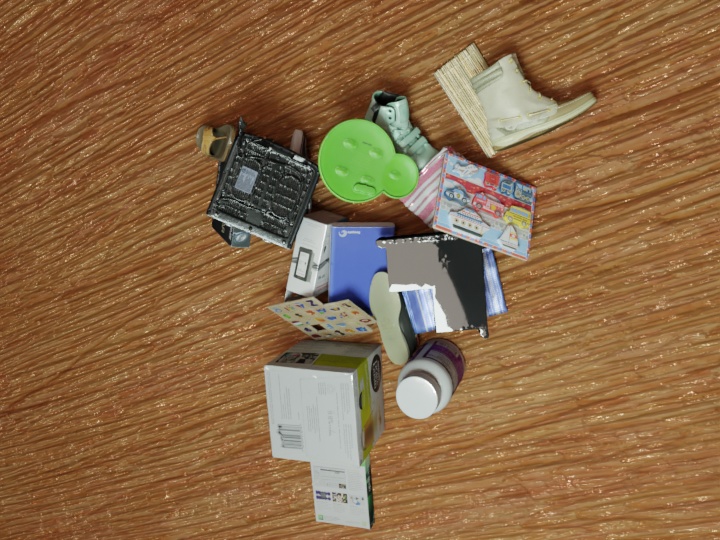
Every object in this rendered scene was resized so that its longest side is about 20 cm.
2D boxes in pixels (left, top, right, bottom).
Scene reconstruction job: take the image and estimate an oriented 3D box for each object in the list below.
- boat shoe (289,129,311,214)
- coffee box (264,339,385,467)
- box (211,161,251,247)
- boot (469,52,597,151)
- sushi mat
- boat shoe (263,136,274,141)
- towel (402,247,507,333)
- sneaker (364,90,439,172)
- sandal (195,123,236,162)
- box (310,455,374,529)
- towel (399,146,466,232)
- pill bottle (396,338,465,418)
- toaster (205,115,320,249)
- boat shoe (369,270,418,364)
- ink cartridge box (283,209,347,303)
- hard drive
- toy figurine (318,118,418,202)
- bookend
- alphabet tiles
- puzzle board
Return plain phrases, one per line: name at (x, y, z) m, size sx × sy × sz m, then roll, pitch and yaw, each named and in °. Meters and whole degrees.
boat shoe at (-0.122, -0.195, 1.391) m, size 0.067 × 0.072 × 0.204 m, roll 3°, pitch 89°, yaw -13°
coffee box at (-0.068, 0.274, 1.394) m, size 0.196 × 0.197 × 0.204 m, roll 1°, pitch 101°, yaw 19°
box at (-0.272, -0.169, 1.415) m, size 0.160 × 0.043 × 0.203 m, roll 37°, pitch 121°, yaw 56°
boot at (0.311, -0.323, 1.183) m, size 0.197 × 0.072 × 0.157 m, roll -21°, pitch 90°, yaw 16°
sushi mat at (0.230, -0.325, 1.250) m, size 0.095 × 0.012 × 0.202 m, roll -34°, pitch 88°, yaw 25°
boat shoe at (-0.188, -0.188, 1.386) m, size 0.061 × 0.071 × 0.204 m, roll 1°, pitch 73°, yaw -6°
towel at (0.184, 0.041, 1.312) m, size 0.197 × 0.024 × 0.147 m, roll -15°, pitch 103°, yaw 11°
sneaker at (0.090, -0.265, 1.258) m, size 0.199 × 0.074 × 0.119 m, roll 34°, pitch 150°, yaw 13°
sandal at (-0.322, -0.282, 1.406) m, size 0.199 × 0.053 × 0.082 m, roll 23°, pitch 103°, yaw 52°
box at (-0.043, 0.494, 1.521) m, size 0.142 × 0.036 × 0.204 m, roll 0°, pitch 102°, yaw 22°
towel at (0.189, -0.126, 1.266) m, size 0.199 × 0.030 × 0.146 m, roll 40°, pitch 116°, yaw -12°
pill bottle at (0.137, 0.217, 1.299) m, size 0.110 × 0.200 × 0.114 m, roll 5°, pitch 103°, yaw 20°
toaster at (-0.187, -0.164, 1.271) m, size 0.178 × 0.119 × 0.203 m, roll 21°, pitch 93°, yaw -13°
boat shoe at (0.071, 0.092, 1.363) m, size 0.073 × 0.063 × 0.205 m, roll -4°, pitch 109°, yaw 35°
ink cartridge box at (-0.095, -0.017, 1.387) m, size 0.067 × 0.116 × 0.203 m, roll 18°, pitch 108°, yaw 17°
hard drive at (0.000, 0.000, 1.353) m, size 0.129 × 0.025 × 0.203 m, roll -1°, pitch 115°, yaw -9°
toy figurine at (0.000, -0.209, 1.290) m, size 0.197 × 0.184 × 0.153 m, roll 16°, pitch 96°, yaw -15°
bookend at (0.138, 0.029, 1.248) m, size 0.195 × 0.092 × 0.204 m, roll -6°, pitch 95°, yaw 6°
alphabet tiles at (-0.073, 0.099, 1.376) m, size 0.198 × 0.167 × 0.008 m, roll -12°, pitch 53°, yaw 36°
puzzle board at (0.232, -0.118, 1.194) m, size 0.197 × 0.017 × 0.153 m, roll 18°, pitch 69°, yaw -15°
